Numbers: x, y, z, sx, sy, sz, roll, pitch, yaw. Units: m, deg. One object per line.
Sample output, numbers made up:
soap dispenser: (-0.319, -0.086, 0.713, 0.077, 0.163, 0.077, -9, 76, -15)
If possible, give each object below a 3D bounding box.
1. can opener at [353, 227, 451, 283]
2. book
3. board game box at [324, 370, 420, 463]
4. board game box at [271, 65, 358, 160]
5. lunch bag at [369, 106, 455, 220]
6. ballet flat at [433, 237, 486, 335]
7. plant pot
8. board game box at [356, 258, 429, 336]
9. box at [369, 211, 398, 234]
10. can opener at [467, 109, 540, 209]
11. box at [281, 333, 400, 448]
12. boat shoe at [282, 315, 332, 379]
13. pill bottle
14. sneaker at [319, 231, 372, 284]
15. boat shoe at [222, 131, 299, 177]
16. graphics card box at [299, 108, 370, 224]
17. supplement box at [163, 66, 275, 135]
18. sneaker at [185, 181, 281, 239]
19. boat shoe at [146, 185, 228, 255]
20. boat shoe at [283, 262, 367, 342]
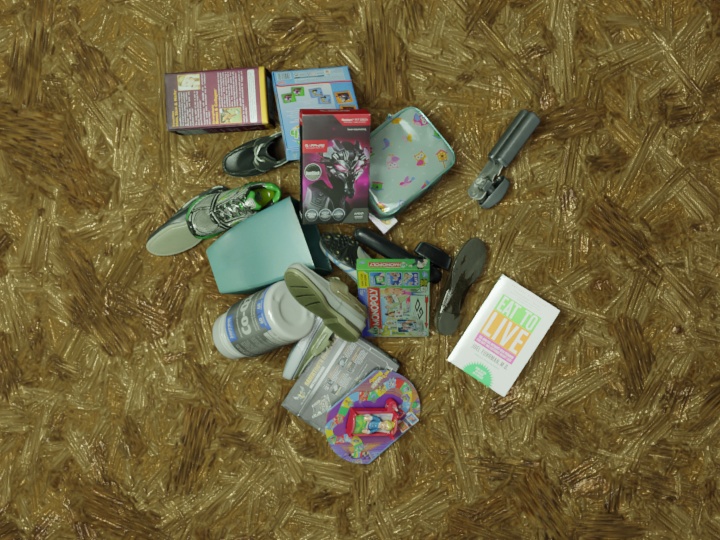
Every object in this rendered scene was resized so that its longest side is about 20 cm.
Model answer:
can opener: (0.076, -0.031, 1.533, 0.199, 0.063, 0.079, 24, 76, -6)
book: (0.278, 0.125, 1.545, 0.133, 0.048, 0.201, 32, 96, 6)
board game box: (0.030, 0.291, 1.525, 0.200, 0.039, 0.158, -40, 116, -5)
board game box: (-0.079, -0.298, 1.484, 0.150, 0.037, 0.201, -7, 56, -10)
lunch bag: (0.070, -0.207, 1.507, 0.200, 0.077, 0.161, -39, 86, -12)
ballet flat: (0.189, 0.030, 1.546, 0.067, 0.046, 0.201, 19, 91, -20)
plant pot: (-0.180, -0.030, 1.517, 0.199, 0.141, 0.142, -22, 83, 10)
board game box: (0.064, 0.055, 1.495, 0.133, 0.201, 0.029, -1, 48, 4)
box: (-0.006, -0.155, 1.552, 0.041, 0.039, 0.200, -42, 89, 3)
can opener: (0.283, -0.212, 1.532, 0.067, 0.053, 0.201, 34, 95, -30)
box: (-0.038, 0.225, 1.566, 0.158, 0.048, 0.201, 32, 94, 3)
boat shoe: (-0.083, 0.128, 1.510, 0.062, 0.072, 0.201, 28, 99, -7)
pill bottle: (-0.188, 0.100, 1.497, 0.199, 0.113, 0.114, -25, 91, 43)
sneaker: (0.000, 0.000, 1.535, 0.199, 0.073, 0.072, 35, 50, -5)
boat shoe: (-0.182, -0.231, 1.535, 0.199, 0.068, 0.072, -13, 88, 14)
graphics card box: (-0.047, -0.184, 1.409, 0.124, 0.051, 0.202, -2, 110, -12)
supplement box: (-0.272, -0.328, 1.539, 0.198, 0.086, 0.111, -3, 93, 4)
sneaker: (-0.238, -0.123, 1.487, 0.199, 0.085, 0.078, -32, 104, -29)
boat shoe: (-0.340, -0.098, 1.573, 0.199, 0.068, 0.072, -33, 134, 9)
boat shoe: (-0.061, 0.046, 1.441, 0.200, 0.074, 0.069, 48, 57, -32)
